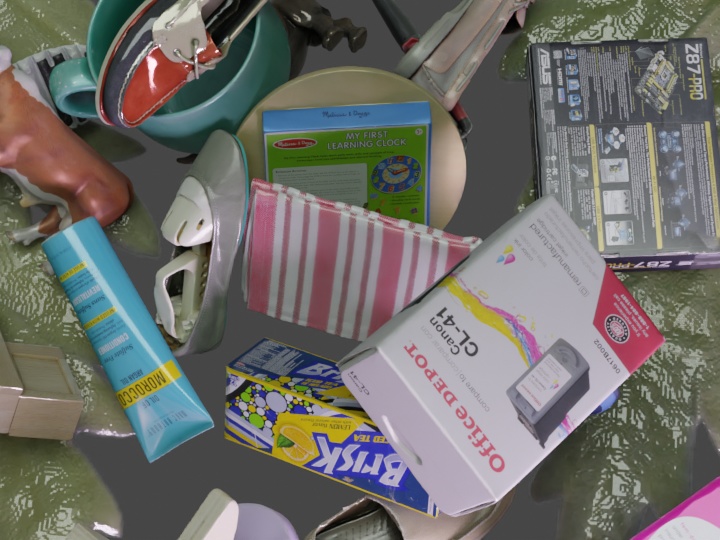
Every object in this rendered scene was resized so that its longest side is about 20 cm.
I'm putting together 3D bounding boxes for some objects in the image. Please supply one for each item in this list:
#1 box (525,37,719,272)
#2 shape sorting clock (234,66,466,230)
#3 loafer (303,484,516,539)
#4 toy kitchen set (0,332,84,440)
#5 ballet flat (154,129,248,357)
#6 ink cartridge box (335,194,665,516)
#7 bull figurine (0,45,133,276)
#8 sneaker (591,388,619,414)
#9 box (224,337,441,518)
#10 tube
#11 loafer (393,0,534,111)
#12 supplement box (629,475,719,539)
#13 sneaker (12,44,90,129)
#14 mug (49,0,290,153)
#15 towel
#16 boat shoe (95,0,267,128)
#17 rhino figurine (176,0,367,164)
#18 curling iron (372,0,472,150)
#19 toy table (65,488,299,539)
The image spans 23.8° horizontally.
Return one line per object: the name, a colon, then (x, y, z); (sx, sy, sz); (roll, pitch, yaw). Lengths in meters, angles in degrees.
box: (0.227, -0.100, 1.475); (0.160, 0.049, 0.202); (-3, 73, 2)
shape sorting clock: (-0.011, -0.080, 1.412); (0.198, 0.201, 0.039); (-6, 40, -1)
loafer: (0.038, 0.203, 1.371); (0.199, 0.068, 0.076); (-29, 74, -8)
toy kitchen set: (-0.363, 0.121, 1.413); (0.198, 0.182, 0.163); (8, 27, -30)
ballet flat: (-0.134, -0.016, 1.386); (0.063, 0.202, 0.067); (-15, 37, -37)
ink cartridge box: (0.106, 0.063, 1.270); (0.200, 0.086, 0.148); (-40, 92, -28)
bull figurine: (-0.281, -0.093, 1.429); (0.200, 0.065, 0.122); (42, 87, -24)
sneaker: (0.110, 0.106, 1.385); (0.198, 0.074, 0.083); (1, 58, 19)
box: (-0.010, 0.122, 1.358); (0.199, 0.071, 0.064); (18, 31, 25)
tube: (-0.194, 0.055, 1.407); (0.077, 0.050, 0.201); (-30, 89, 36)
loafer: (0.110, -0.217, 1.500); (0.063, 0.072, 0.200); (45, 66, -2)
supplement box: (0.228, 0.263, 1.333); (0.199, 0.103, 0.102); (-33, 74, -8)
sneaker: (-0.306, -0.148, 1.486); (0.199, 0.081, 0.076); (-24, 115, -21)
mug: (-0.148, -0.178, 1.419); (0.184, 0.114, 0.153); (15, 79, 22)
towel: (0.000, 0.000, 1.400); (0.198, 0.147, 0.030); (15, 49, 5)
boat shoe: (-0.126, -0.186, 1.315); (0.062, 0.071, 0.201); (32, 79, 28)
rhino figurine: (-0.090, -0.164, 1.492); (0.087, 0.060, 0.200); (36, 77, 28)
curling iron: (0.042, -0.190, 1.516); (0.049, 0.026, 0.201); (-22, 73, -9)
toy table: (-0.135, 0.262, 1.306); (0.183, 0.117, 0.201); (19, 80, 27)
